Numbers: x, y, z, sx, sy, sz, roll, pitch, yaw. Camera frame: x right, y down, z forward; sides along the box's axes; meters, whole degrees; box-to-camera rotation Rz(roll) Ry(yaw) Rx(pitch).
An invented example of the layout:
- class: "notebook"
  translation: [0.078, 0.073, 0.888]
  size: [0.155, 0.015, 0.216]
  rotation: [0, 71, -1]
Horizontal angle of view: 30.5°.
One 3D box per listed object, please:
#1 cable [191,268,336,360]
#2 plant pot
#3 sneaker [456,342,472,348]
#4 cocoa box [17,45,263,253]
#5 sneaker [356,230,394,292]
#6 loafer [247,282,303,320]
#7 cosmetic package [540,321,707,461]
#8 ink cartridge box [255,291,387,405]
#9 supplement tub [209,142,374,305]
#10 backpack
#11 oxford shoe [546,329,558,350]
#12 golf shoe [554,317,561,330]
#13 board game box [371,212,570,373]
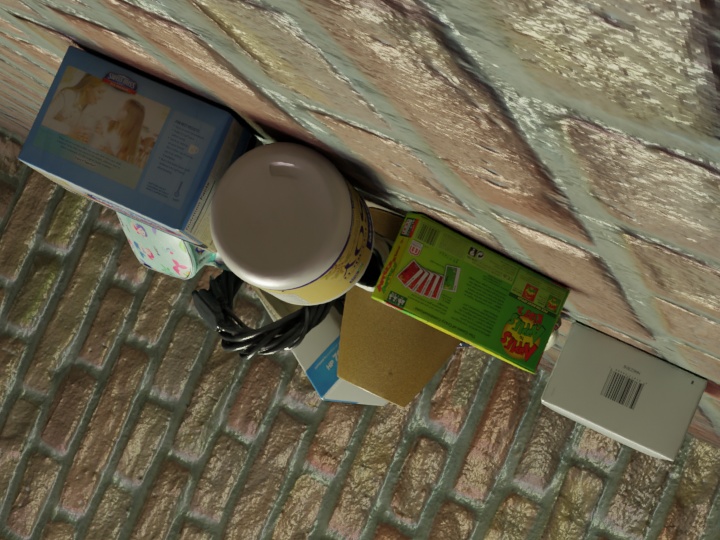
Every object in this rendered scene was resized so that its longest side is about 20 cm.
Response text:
- class: "cable"
  translation: [-0.098, 0.035, 1.525]
  size: [0.200, 0.161, 0.051]
  rotation: [36, 146, 53]
- class: "plant pot"
  translation: [0.051, 0.054, 1.603]
  size: [0.184, 0.202, 0.186]
  rotation: [25, 177, 1]
- class: "sneaker"
  translation: [0.140, 0.074, 1.767]
  size: [0.198, 0.071, 0.082]
  rotation: [-16, -144, -31]
- class: "cocoa box"
  translation: [-0.225, -0.123, 1.373]
  size: [0.198, 0.135, 0.131]
  rotation: [23, 176, 14]
- class: "sneaker"
  translation: [-0.025, -0.041, 1.513]
  size: [0.199, 0.074, 0.080]
  rotation: [34, -167, 21]
- class: "loafer"
  translation: [-0.124, -0.014, 1.675]
  size: [0.201, 0.068, 0.076]
  rotation: [52, 170, 6]
- class: "cosmetic package"
  translation: [0.366, 0.174, 1.874]
  size: [0.197, 0.124, 0.200]
  rotation: [24, 178, 10]
- class: "ink cartridge box"
  translation: [-0.033, 0.076, 1.766]
  size: [0.146, 0.086, 0.201]
  rotation: [13, -142, -53]
- class: "supplement tub"
  translation: [-0.064, -0.042, 1.372]
  size: [0.144, 0.147, 0.200]
  rotation: [23, 177, 13]
- class: "backpack"
  translation: [-0.192, -0.082, 1.539]
  size: [0.198, 0.151, 0.179]
  rotation: [13, 136, 37]
- class: "oxford shoe"
  translation: [0.243, 0.078, 1.871]
  size: [0.057, 0.076, 0.200]
  rotation: [-17, 177, -13]
- class: "golf shoe"
  translation: [0.169, 0.042, 1.720]
  size: [0.197, 0.094, 0.073]
  rotation: [5, 159, -13]
- class: "board game box"
  translation: [0.122, 0.025, 1.458]
  size: [0.198, 0.103, 0.048]
  rotation: [26, 177, -17]
